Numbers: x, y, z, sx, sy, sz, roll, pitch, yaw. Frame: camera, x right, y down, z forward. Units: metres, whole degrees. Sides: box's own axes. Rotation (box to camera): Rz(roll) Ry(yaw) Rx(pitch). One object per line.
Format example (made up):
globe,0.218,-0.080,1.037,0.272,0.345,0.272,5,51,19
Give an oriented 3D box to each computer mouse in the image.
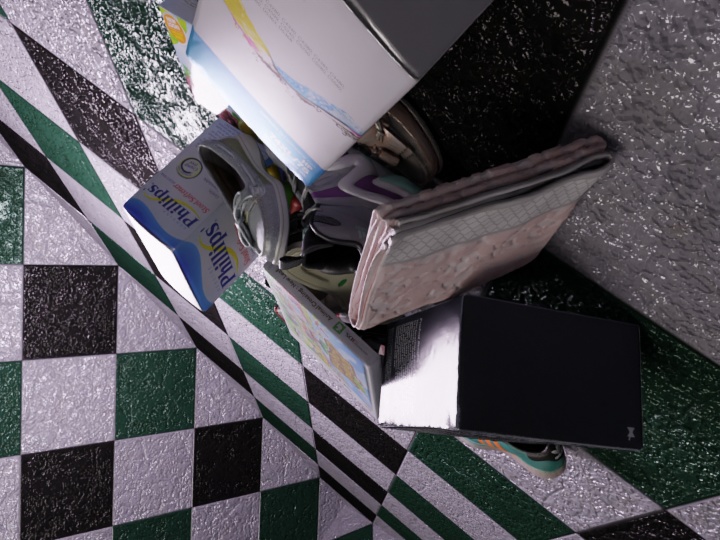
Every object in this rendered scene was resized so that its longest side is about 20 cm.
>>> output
computer mouse,-0.006,0.107,0.934,0.134,0.054,0.201,8,156,-8

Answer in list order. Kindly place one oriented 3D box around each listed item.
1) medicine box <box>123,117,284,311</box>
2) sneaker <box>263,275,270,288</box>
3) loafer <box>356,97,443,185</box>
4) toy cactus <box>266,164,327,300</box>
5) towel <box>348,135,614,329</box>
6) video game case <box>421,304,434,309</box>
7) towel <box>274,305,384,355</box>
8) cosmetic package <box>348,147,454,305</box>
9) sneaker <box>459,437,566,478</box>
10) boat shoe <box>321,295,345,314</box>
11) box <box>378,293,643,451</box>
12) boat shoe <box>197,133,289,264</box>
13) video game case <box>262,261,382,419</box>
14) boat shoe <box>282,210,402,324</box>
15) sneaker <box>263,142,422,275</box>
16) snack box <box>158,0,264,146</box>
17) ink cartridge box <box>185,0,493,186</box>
medicine box,-0.203,-0.078,0.869,0.102,0.201,0.183,34,157,16
sneaker,-0.083,0.032,1.018,0.197,0.090,0.079,20,150,38
loafer,-0.003,-0.152,0.588,0.201,0.063,0.071,48,156,-14
toy cactus,-0.084,-0.037,0.815,0.167,0.100,0.201,58,156,20
towel,0.089,-0.022,0.514,0.192,0.195,0.033,104,144,-65
video game case,0.029,-0.003,0.865,0.144,0.018,0.198,50,156,-19
towel,-0.032,0.103,1.029,0.194,0.023,0.145,5,152,21
cosmetic package,0.035,-0.050,0.688,0.198,0.074,0.102,36,165,18
sneaker,0.212,0.232,0.927,0.196,0.072,0.081,17,144,36
boat shoe,-0.050,0.037,0.862,0.197,0.070,0.072,17,148,47
box,0.145,0.111,0.638,0.194,0.127,0.198,10,166,-17
boat shoe,-0.127,-0.081,0.678,0.204,0.063,0.076,62,147,38
video game case,-0.040,0.092,0.779,0.181,0.022,0.202,41,161,23
boat shoe,-0.013,0.001,0.731,0.071,0.069,0.199,-34,132,25
sneaker,-0.044,-0.058,0.592,0.197,0.141,0.079,30,151,19
snack box,-0.121,-0.211,0.691,0.198,0.053,0.143,33,156,20
ink cartridge box,-0.012,-0.186,0.433,0.146,0.147,0.199,45,158,-10
